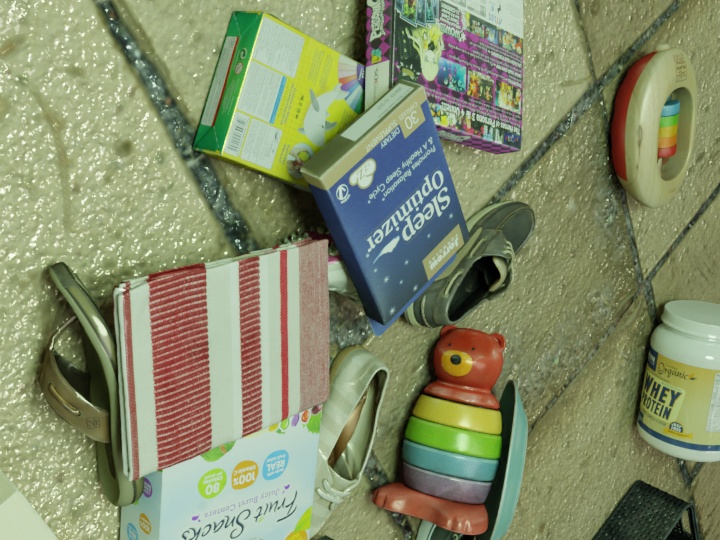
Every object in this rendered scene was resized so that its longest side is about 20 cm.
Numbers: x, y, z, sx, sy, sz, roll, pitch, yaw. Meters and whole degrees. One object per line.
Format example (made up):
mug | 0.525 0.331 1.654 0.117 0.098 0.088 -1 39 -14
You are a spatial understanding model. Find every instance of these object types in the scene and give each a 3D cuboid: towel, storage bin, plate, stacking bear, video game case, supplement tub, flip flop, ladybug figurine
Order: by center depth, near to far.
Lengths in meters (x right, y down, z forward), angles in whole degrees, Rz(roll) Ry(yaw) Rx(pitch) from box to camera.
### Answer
flip flop | -0.203 0.092 0.662 0.057 0.081 0.202 -15 120 -24
towel | -0.098 0.060 0.685 0.199 0.023 0.146 -15 111 -46
video game case | 0.082 -0.212 0.820 0.199 0.036 0.184 5 84 -47
stacking bear | 0.101 0.160 0.956 0.113 0.120 0.203 19 82 -60
plate | 0.159 0.223 1.001 0.200 0.025 0.203 12 90 -87
ladybug figurine | 0.359 -0.179 1.113 0.135 0.072 0.203 -19 117 -39
supplement tub | 0.485 0.156 1.301 0.143 0.144 0.203 -9 110 -42
storage bin | 0.425 0.443 1.378 0.200 0.093 0.136 -42 129 -26

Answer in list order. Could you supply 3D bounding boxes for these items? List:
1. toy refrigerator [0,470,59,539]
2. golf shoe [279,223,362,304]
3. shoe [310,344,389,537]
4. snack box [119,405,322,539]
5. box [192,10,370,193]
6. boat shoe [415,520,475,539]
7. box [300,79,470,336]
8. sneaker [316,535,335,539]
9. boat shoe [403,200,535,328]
toy refrigerator | -0.243 0.234 0.662 0.070 0.075 0.201 -41 129 -26
golf shoe | 0.000 0.000 0.824 0.199 0.075 0.093 -17 119 -39
shoe | -0.025 0.172 0.870 0.070 0.053 0.202 22 88 -46
snack box | -0.116 0.171 0.771 0.167 0.067 0.203 -8 111 -43
box | -0.037 -0.126 0.763 0.199 0.048 0.119 17 90 -44
boat shoe | 0.086 0.374 1.046 0.068 0.056 0.203 3 101 -45
box | 0.032 -0.042 0.759 0.121 0.032 0.201 -44 136 -22
sneaker | -0.060 0.300 0.870 0.100 0.069 0.200 -59 144 -10
boat shoe | 0.129 -0.001 0.948 0.200 0.073 0.075 -42 129 -27
